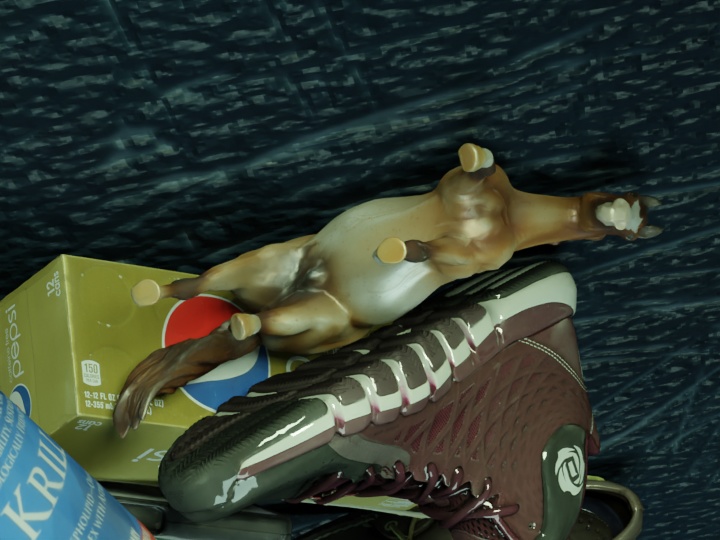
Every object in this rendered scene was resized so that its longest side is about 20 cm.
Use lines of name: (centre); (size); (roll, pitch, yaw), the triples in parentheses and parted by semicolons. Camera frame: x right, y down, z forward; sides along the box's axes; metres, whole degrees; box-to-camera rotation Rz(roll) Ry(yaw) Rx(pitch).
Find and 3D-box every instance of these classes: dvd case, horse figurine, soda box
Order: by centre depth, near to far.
horse figurine: (0.000, 0.000, 1.003); (0.200, 0.050, 0.133); (-25, 171, 18)
soda box: (-0.046, 0.047, 1.093); (0.200, 0.068, 0.064); (10, 152, -36)
dvd case: (-0.141, 0.090, 1.127); (0.200, 0.018, 0.143); (9, 178, -19)

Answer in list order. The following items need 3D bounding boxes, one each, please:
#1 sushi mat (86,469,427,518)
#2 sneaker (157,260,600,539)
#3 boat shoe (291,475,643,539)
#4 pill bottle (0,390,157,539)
sushi mat: (-0.071, 0.075, 1.153); (0.200, 0.012, 0.096); (9, -168, -35)
sneaker: (0.023, 0.081, 1.042); (0.200, 0.116, 0.076); (-26, -170, -34)
boat shoe: (0.042, 0.139, 1.349); (0.200, 0.072, 0.060); (-7, 152, -13)
pill bottle: (-0.171, 0.078, 0.979); (0.112, 0.112, 0.200); (-26, 119, 37)
